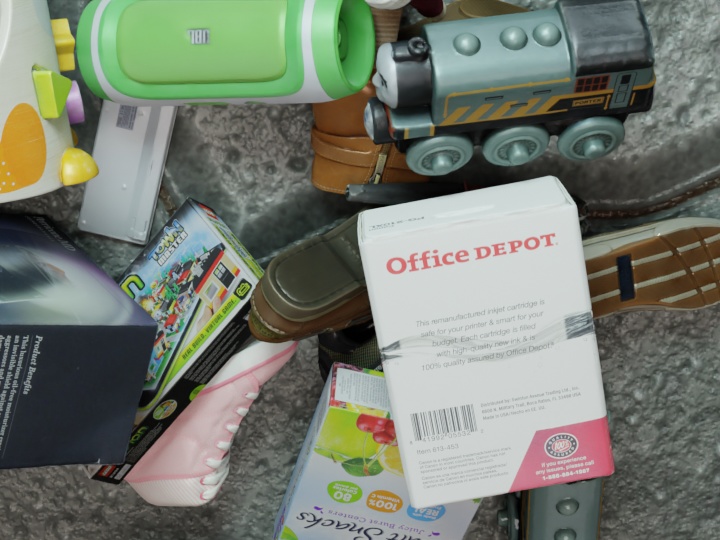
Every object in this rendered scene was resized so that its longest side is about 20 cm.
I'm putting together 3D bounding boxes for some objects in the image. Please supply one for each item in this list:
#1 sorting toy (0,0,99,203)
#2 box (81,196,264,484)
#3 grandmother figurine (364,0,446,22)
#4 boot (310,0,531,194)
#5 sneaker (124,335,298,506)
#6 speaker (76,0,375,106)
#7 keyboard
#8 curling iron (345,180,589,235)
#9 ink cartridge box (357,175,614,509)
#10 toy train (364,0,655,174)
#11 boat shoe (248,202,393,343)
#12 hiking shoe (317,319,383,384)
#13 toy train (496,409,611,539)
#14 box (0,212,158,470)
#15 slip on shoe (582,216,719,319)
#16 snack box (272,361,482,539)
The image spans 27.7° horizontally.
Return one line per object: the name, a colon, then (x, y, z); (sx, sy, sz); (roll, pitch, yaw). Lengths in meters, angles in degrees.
sorting toy: (-0.244, -0.159, 1.017); (0.107, 0.200, 0.180); (-4, 110, -19)
box: (-0.159, 0.054, 1.118); (0.200, 0.110, 0.035); (-49, 147, 10)
grandmother figurine: (0.015, -0.212, 0.981); (0.121, 0.200, 0.061); (39, 105, -12)
boot: (0.061, -0.120, 1.084); (0.200, 0.077, 0.155); (3, 117, -12)
sneaker: (-0.114, 0.119, 1.162); (0.200, 0.075, 0.105); (-30, 103, 17)
speaker: (-0.095, -0.159, 1.023); (0.200, 0.088, 0.089); (1, 111, 22)
keyboard: (-0.170, -0.117, 1.115); (0.056, 0.011, 0.200); (15, 108, 0)
curling iron: (0.085, -0.052, 1.098); (0.200, 0.050, 0.026); (7, 115, -18)
ink cartridge box: (0.086, 0.048, 1.009); (0.145, 0.084, 0.200); (-10, 108, 2)
toy train: (0.102, -0.126, 0.975); (0.200, 0.085, 0.114); (-6, 151, -4)
boat shoe: (0.000, 0.000, 1.089); (0.200, 0.072, 0.068); (-16, 154, -35)
hiking shoe: (0.058, 0.050, 1.139); (0.200, 0.076, 0.101); (-15, 112, 6)
toy train: (0.157, 0.179, 1.154); (0.085, 0.114, 0.200); (0, 123, -1)
box: (-0.282, 0.043, 1.032); (0.198, 0.200, 0.123); (3, 113, -40)
slip on shoe: (0.209, -0.001, 1.134); (0.200, 0.061, 0.076); (-14, 111, -15)
snack box: (0.020, 0.170, 1.155); (0.142, 0.053, 0.200); (14, 131, -7)
